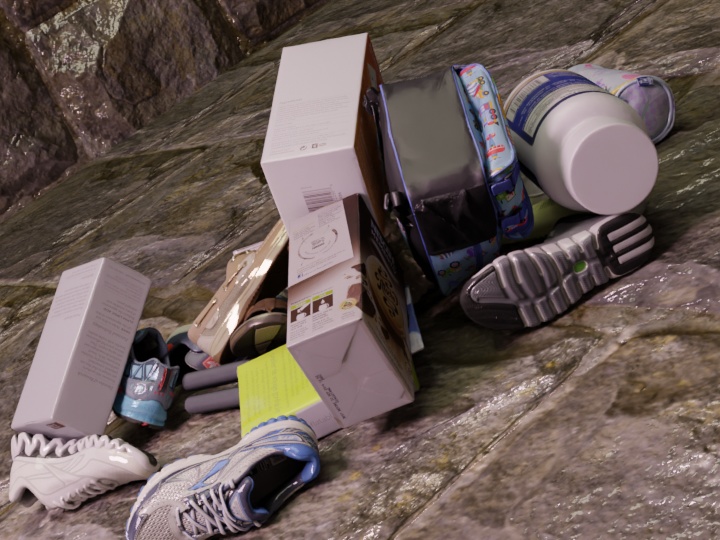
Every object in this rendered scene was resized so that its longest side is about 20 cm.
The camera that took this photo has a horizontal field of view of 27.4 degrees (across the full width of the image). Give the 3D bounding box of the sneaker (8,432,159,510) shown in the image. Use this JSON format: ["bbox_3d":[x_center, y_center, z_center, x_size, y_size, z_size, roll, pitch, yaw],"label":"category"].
[{"bbox_3d":[-0.301,0.222,1.598,0.200,0.075,0.081,-5,62,33],"label":"sneaker"}]

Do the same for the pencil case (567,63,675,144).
[{"bbox_3d":[0.300,-0.199,1.769,0.091,0.083,0.200,-9,14,-10],"label":"pencil case"}]

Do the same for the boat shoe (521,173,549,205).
[{"bbox_3d":[0.151,-0.103,1.652,0.200,0.069,0.072,-7,14,-42],"label":"boat shoe"}]

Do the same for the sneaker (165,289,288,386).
[{"bbox_3d":[-0.154,0.087,1.724,0.200,0.075,0.085,-27,22,29],"label":"sneaker"}]

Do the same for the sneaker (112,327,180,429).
[{"bbox_3d":[-0.256,0.107,1.715,0.200,0.079,0.096,36,102,54],"label":"sneaker"}]

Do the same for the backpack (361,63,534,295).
[{"bbox_3d":[0.095,-0.081,1.474,0.134,0.200,0.183,-16,50,6],"label":"backpack"}]

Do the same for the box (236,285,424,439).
[{"bbox_3d":[-0.025,0.102,1.476,0.200,0.048,0.122,-26,31,8],"label":"box"}]

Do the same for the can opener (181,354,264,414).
[{"bbox_3d":[-0.111,0.122,1.609,0.200,0.053,0.066,-14,-11,35],"label":"can opener"}]

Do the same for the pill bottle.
[{"bbox_3d":[0.220,-0.125,1.478,0.120,0.120,0.200,-29,22,0],"label":"pill bottle"}]

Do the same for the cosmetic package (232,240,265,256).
[{"bbox_3d":[-0.059,-0.020,1.773,0.082,0.051,0.200,-16,-3,31],"label":"cosmetic package"}]

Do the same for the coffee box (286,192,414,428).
[{"bbox_3d":[-0.010,0.034,1.405,0.080,0.113,0.200,-22,35,14],"label":"coffee box"}]

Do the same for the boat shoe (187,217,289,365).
[{"bbox_3d":[-0.122,0.007,1.643,0.200,0.065,0.072,-58,-23,5],"label":"boat shoe"}]

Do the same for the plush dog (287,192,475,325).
[{"bbox_3d":[0.000,0.000,1.607,0.172,0.200,0.161,-36,-17,-50],"label":"plush dog"}]

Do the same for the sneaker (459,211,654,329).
[{"bbox_3d":[0.183,-0.003,1.460,0.200,0.075,0.115,-21,12,-7],"label":"sneaker"}]

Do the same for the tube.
[{"bbox_3d":[0.212,-0.058,1.591,0.200,0.058,0.052,-16,54,41],"label":"tube"}]

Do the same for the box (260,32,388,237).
[{"bbox_3d":[-0.029,-0.134,1.532,0.097,0.124,0.200,-8,42,13],"label":"box"}]

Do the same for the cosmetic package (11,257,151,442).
[{"bbox_3d":[-0.313,0.093,1.666,0.102,0.074,0.200,-15,55,50],"label":"cosmetic package"}]

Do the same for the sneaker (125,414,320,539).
[{"bbox_3d":[-0.124,0.203,1.349,0.200,0.077,0.085,-32,22,-7],"label":"sneaker"}]

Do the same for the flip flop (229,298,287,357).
[{"bbox_3d":[-0.095,0.060,1.603,0.081,0.058,0.200,-10,-7,6],"label":"flip flop"}]
